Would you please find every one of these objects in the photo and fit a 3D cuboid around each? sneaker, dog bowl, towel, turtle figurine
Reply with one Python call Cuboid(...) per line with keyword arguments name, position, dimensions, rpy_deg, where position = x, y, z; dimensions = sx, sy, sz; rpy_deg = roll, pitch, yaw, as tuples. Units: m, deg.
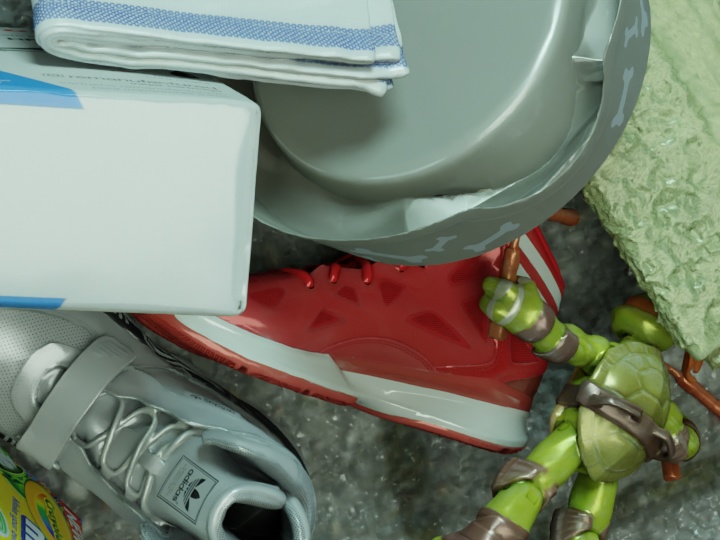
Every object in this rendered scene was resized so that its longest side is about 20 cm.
Cuboid(name="sneaker", position=(-0.095, 0.067, 1.166), dimensions=(0.200, 0.115, 0.075), rpy_deg=(32, 93, -20))
Cuboid(name="sneaker", position=(0.000, 0.000, 1.209), dimensions=(0.200, 0.078, 0.116), rpy_deg=(19, 89, -31))
Cuboid(name="dog bowl", position=(0.027, -0.092, 1.129), dimensions=(0.200, 0.200, 0.059), rpy_deg=(-50, 144, 1))
Cuboid(name="towel", position=(0.152, -0.069, 1.189), dimensions=(0.148, 0.036, 0.200), rpy_deg=(-36, 100, -4))
Cuboid(name="towel", position=(-0.063, -0.154, 1.100), dimensions=(0.147, 0.200, 0.024), rpy_deg=(5, 142, -18))
Cuboid(name="turtle figurine", position=(0.107, 0.075, 1.212), dimensions=(0.200, 0.064, 0.161), rpy_deg=(42, 69, -44))

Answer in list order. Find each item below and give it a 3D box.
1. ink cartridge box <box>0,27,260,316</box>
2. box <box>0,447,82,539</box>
Cuboid(name="ink cartridge box", position=(-0.133, -0.044, 1.084), dimensions=(0.146, 0.200, 0.085), rpy_deg=(2, 102, -17))
Cuboid(name="box", position=(-0.215, 0.122, 1.091), dimensions=(0.122, 0.200, 0.193), rpy_deg=(-42, 111, 10))
